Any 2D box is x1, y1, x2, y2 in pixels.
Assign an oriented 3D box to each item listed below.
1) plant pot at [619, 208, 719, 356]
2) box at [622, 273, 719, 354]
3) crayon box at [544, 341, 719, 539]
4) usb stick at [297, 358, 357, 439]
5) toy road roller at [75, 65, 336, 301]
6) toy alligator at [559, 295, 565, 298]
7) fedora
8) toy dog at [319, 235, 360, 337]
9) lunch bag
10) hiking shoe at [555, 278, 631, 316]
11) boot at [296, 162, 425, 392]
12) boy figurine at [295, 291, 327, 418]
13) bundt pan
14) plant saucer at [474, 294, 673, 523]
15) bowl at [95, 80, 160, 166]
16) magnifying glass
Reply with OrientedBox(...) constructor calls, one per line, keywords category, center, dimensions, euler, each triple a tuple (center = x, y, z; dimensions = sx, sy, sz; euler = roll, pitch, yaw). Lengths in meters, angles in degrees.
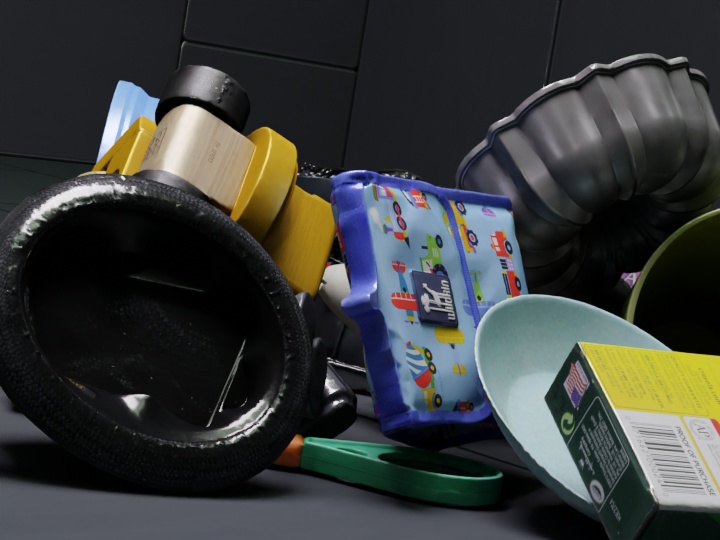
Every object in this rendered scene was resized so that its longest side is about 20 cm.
OrientedBox(category="plant pot", center=(0.249, 0.067, 1.404), dimensions=(0.185, 0.189, 0.200), euler=(9, -12, -7))
OrientedBox(category="box", center=(0.196, -0.004, 1.607), dimensions=(0.174, 0.098, 0.200), euler=(11, 2, -2))
OrientedBox(category="crayon box", center=(0.216, 0.109, 1.135), dimensions=(0.198, 0.051, 0.127), euler=(7, 39, -26))
OrientedBox(category="usb stick", center=(-0.069, 0.043, 1.300), dimensions=(0.055, 0.033, 0.200), euler=(-30, 46, -13))
OrientedBox(category="toy road roller", center=(-0.106, -0.019, 1.286), dimensions=(0.145, 0.124, 0.200), euler=(33, -39, -20))
OrientedBox(category="toy alligator", center=(0.146, 0.092, 1.346), dimensions=(0.059, 0.054, 0.201), euler=(-29, 30, 19))
OrientedBox(category="fedora", center=(-0.130, 0.046, 1.123), dimensions=(0.199, 0.202, 0.092), euler=(6, -26, -28))
OrientedBox(category="toy dog", center=(0.000, 0.000, 1.372), dimensions=(0.198, 0.097, 0.133), euler=(18, 48, -1))
OrientedBox(category="lunch bag", center=(0.032, 0.026, 1.212), dimensions=(0.093, 0.152, 0.200), euler=(-15, -11, 22))
OrientedBox(category="hiking shoe", center=(0.113, 0.063, 1.447), dimensions=(0.198, 0.076, 0.101), euler=(-15, 47, -6))
OrientedBox(category="boot", center=(0.034, 0.010, 1.526), dimensions=(0.198, 0.170, 0.076), euler=(10, 5, 3))
OrientedBox(category="boy figurine", center=(-0.123, 0.047, 1.219), dimensions=(0.198, 0.125, 0.065), euler=(0, 42, 12))
OrientedBox(category="bundt pan", center=(0.165, -0.053, 1.360), dimensions=(0.201, 0.202, 0.076), euler=(4, 49, -43))
OrientedBox(category="plant saucer", center=(0.146, 0.097, 1.191), dimensions=(0.200, 0.039, 0.202), euler=(23, 32, -16))
OrientedBox(category="bowl", center=(-0.181, -0.037, 1.472), dimensions=(0.039, 0.203, 0.201), euler=(13, 5, -6))
OrientedBox(category="magnifying glass", center=(-0.014, 0.110, 1.183), dimensions=(0.198, 0.023, 0.080), euler=(9, 5, 1))
